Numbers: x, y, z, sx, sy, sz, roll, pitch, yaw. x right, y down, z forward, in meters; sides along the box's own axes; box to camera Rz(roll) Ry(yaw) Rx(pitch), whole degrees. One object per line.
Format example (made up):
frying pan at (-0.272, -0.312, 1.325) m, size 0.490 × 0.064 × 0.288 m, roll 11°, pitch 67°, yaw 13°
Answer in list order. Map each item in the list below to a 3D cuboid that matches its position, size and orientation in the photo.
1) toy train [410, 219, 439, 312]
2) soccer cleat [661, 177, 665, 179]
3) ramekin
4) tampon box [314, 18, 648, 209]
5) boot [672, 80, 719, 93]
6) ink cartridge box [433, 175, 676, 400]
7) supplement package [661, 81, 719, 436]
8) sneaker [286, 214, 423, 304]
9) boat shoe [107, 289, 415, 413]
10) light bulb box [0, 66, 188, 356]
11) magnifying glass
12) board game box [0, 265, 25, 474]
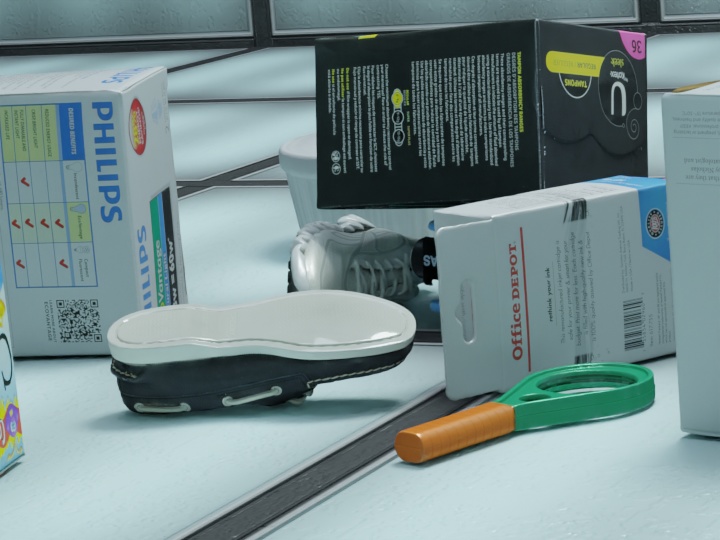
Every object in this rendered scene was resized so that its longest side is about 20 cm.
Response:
toy train at (0.134, -0.006, 1.829) m, size 0.199 × 0.087 × 0.114 m, roll 3°, pitch 7°, yaw 38°
soccer cleat at (0.205, -0.035, 1.980) m, size 0.086 × 0.070 × 0.200 m, roll 5°, pitch 15°, yaw 43°
ramekin at (0.032, -0.068, 2.177) m, size 0.201 × 0.095 × 0.202 m, roll -4°, pitch 10°, yaw 1°
tampon box at (0.088, -0.110, 1.844) m, size 0.199 × 0.127 × 0.150 m, roll -1°, pitch 0°, yaw 37°
boot at (0.317, -0.059, 1.820) m, size 0.199 × 0.156 × 0.073 m, roll 5°, pitch 12°, yaw 16°
ink cartridge box at (0.116, 0.009, 1.654) m, size 0.199 × 0.117 × 0.068 m, roll -11°, pitch 11°, yaw -32°
supplement package at (0.255, -0.010, 1.465) m, size 0.117 × 0.201 × 0.117 m, roll 4°, pitch 13°, yaw 38°
sneaker at (0.000, 0.000, 1.903) m, size 0.081 × 0.075 × 0.200 m, roll 8°, pitch 14°, yaw 18°
boat shoe at (-0.062, 0.058, 1.633) m, size 0.199 × 0.061 × 0.074 m, roll -5°, pitch 29°, yaw 3°
light bulb box at (-0.243, -0.043, 1.877) m, size 0.199 × 0.199 × 0.125 m, roll -1°, pitch 13°, yaw 13°
magnifying glass at (0.100, 0.085, 1.531) m, size 0.200 × 0.022 × 0.079 m, roll -12°, pitch 13°, yaw -42°
board game box at (-0.273, 0.027, 1.497) m, size 0.104 × 0.201 × 0.103 m, roll -3°, pitch 10°, yaw 15°
